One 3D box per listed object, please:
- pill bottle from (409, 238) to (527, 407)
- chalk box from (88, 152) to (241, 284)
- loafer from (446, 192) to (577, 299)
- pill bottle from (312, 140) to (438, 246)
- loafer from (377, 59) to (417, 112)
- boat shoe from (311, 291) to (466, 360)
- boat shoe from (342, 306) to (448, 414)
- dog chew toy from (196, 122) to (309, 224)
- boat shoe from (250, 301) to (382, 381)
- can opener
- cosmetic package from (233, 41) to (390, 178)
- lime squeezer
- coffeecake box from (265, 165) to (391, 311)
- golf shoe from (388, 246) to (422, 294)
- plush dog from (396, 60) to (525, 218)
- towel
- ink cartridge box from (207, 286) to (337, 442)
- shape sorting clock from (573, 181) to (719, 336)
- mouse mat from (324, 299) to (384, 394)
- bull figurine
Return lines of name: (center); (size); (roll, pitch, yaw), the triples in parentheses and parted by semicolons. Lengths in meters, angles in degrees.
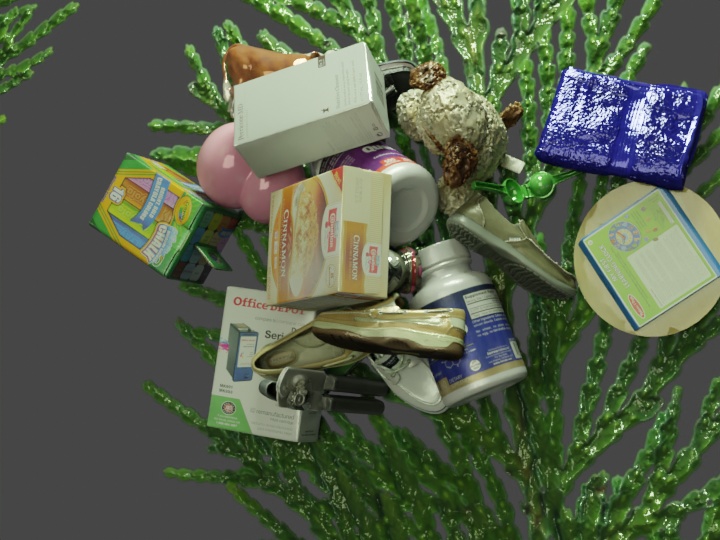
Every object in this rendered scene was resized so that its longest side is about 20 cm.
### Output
pill bottle: (0.132, 0.067, 1.512); (0.119, 0.120, 0.202); (-24, 77, 16)
chalk box: (-0.267, -0.064, 1.669); (0.199, 0.125, 0.125); (32, 96, 19)
loafer: (0.208, -0.033, 1.493); (0.199, 0.075, 0.070); (35, 73, -12)
pill bottle: (0.013, -0.118, 1.547); (0.113, 0.112, 0.200); (-58, 39, 6)
loafer: (-0.006, -0.229, 1.602); (0.198, 0.072, 0.063); (-22, 35, 7)
boat shoe: (0.038, 0.065, 1.458); (0.198, 0.072, 0.077); (7, 74, 11)
boat shoe: (0.043, 0.122, 1.563); (0.200, 0.067, 0.074); (42, 99, 15)
dog chew toy: (-0.135, -0.125, 1.633); (0.199, 0.124, 0.125); (31, 95, 12)
boat shoe: (-0.048, 0.095, 1.515); (0.199, 0.063, 0.074); (-18, 84, 4)
can opener: (-0.049, 0.161, 1.538); (0.066, 0.199, 0.054); (10, 88, 43)
cosmetic package: (-0.067, -0.213, 1.528); (0.198, 0.081, 0.114); (-16, 55, 14)
lime squeezer: (0.229, -0.120, 1.523); (0.198, 0.071, 0.038); (-11, 56, -17)
coffeecake box: (-0.043, -0.035, 1.449); (0.199, 0.072, 0.155); (-12, 73, 59)
golf shoe: (0.000, 0.000, 1.532); (0.200, 0.091, 0.074); (-11, 80, 64)
plush dog: (0.131, -0.188, 1.509); (0.159, 0.172, 0.202); (-27, 75, 15)
towel: (0.337, -0.189, 1.478); (0.198, 0.050, 0.149); (13, 67, 20)
ink cartridge box: (-0.123, 0.130, 1.609); (0.144, 0.087, 0.202); (8, 85, 20)
shape sorting clock: (0.374, -0.016, 1.475); (0.198, 0.039, 0.203); (0, 89, 21)
mouse mat: (-0.060, 0.082, 1.640); (0.200, 0.008, 0.161); (-44, 73, 10)
bull figurine: (-0.113, -0.270, 1.664); (0.198, 0.065, 0.123); (14, 91, 20)
